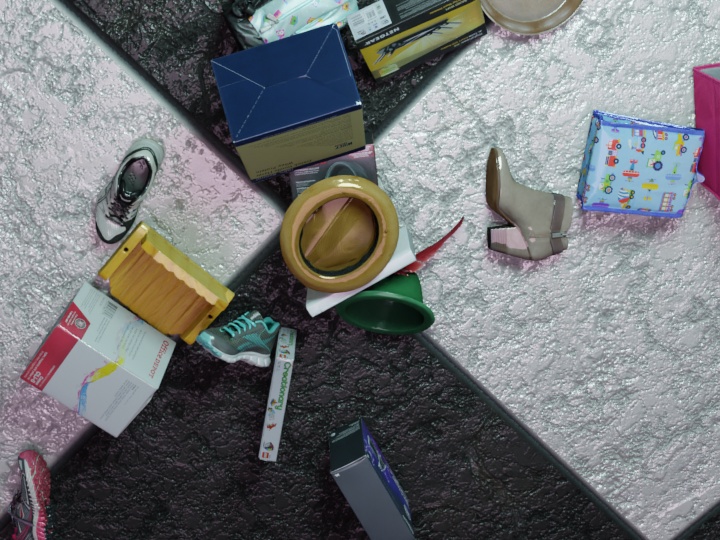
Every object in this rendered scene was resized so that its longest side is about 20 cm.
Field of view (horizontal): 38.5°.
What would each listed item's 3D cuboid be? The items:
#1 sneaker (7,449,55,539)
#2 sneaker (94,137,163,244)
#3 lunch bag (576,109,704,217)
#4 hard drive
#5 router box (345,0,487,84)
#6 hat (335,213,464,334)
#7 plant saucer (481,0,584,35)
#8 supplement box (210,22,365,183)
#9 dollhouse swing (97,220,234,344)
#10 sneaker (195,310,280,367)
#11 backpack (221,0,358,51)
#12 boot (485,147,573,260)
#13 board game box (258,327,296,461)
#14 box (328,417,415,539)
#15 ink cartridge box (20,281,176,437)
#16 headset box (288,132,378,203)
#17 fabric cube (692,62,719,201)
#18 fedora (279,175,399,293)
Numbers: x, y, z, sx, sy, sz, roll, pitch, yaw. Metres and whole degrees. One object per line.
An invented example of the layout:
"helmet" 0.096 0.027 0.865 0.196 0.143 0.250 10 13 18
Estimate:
"sneaker" -0.622 0.430 1.923 0.074 0.081 0.202 2 111 0
"sneaker" -0.396 -0.126 1.715 0.075 0.088 0.201 24 110 -12
"lunch bag" 0.473 -0.170 1.708 0.197 0.094 0.152 9 110 2
"hard drive" 0.000 0.000 1.749 0.199 0.132 0.027 -29 108 9
"router box" 0.091 -0.380 1.596 0.198 0.157 0.053 -24 73 8
"hat" 0.064 0.002 1.806 0.197 0.178 0.166 9 155 -2
"plant saucer" 0.268 -0.475 1.620 0.198 0.035 0.203 -3 108 -8
"supplement box" -0.104 -0.250 1.577 0.198 0.200 0.136 -17 78 -1
"dollhouse swing" -0.333 0.040 1.733 0.200 0.176 0.182 40 105 -16
"sneaker" -0.207 0.108 1.777 0.077 0.200 0.092 30 96 26
"backpack" -0.105 -0.402 1.593 0.199 0.167 0.127 -29 116 -3
"boot" 0.290 -0.114 1.756 0.144 0.070 0.202 -4 112 -7
"board game box" -0.147 0.219 1.832 0.034 0.126 0.202 9 111 -5
"box" 0.019 0.397 1.896 0.078 0.141 0.201 -26 110 9
"ink cartridge box" -0.447 0.155 1.779 0.199 0.146 0.145 35 116 -13
"headset box" -0.041 -0.136 1.726 0.147 0.077 0.202 -6 112 1
"fabric cube" 0.658 -0.224 1.647 0.194 0.200 0.202 -8 111 0
"fedora" -0.036 -0.065 1.670 0.198 0.082 0.203 -1 108 -4
